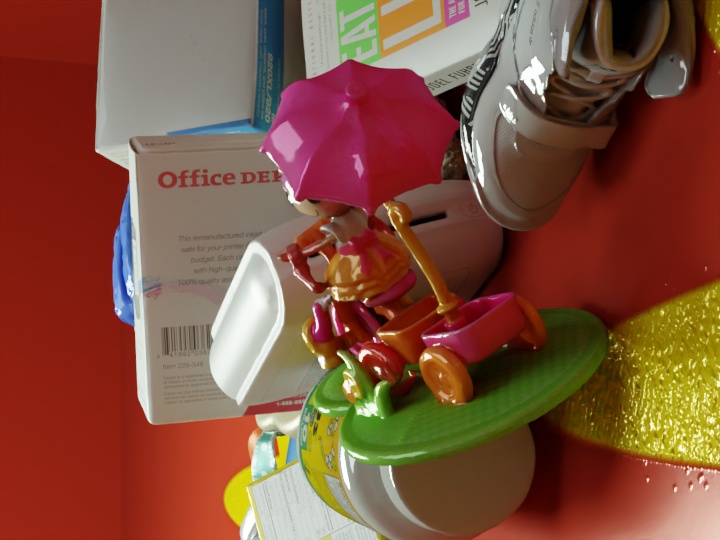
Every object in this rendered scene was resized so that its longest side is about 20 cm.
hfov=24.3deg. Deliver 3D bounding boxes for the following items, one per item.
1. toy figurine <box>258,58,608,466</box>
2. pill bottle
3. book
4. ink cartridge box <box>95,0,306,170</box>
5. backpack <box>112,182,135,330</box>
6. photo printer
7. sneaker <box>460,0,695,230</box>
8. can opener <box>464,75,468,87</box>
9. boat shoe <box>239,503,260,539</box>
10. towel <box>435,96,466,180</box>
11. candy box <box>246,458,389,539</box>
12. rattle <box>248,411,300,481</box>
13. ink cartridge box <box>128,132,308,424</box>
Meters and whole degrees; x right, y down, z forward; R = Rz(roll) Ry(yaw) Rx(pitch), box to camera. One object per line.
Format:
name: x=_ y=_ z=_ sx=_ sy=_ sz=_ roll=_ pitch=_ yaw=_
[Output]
toy figurine: x=0.009 y=-0.019 z=0.865 sx=0.200 sy=0.150 sz=0.184 roll=1 pitch=119 yaw=58
pill bottle: x=0.033 y=0.105 z=1.000 sx=0.200 sy=0.113 sz=0.113 roll=173 pitch=100 yaw=-77
book: x=0.047 y=-0.171 z=0.999 sx=0.200 sy=0.048 sz=0.134 roll=-20 pitch=63 yaw=43
ink cartridge box: x=-0.102 y=-0.142 z=1.380 sx=0.200 sy=0.147 sz=0.145 roll=31 pitch=-124 yaw=-61
backpack: x=-0.152 y=-0.001 z=1.569 sx=0.200 sy=0.168 sz=0.163 roll=52 pitch=-155 yaw=-58
photo printer: x=-0.004 y=0.012 z=1.078 sx=0.200 sy=0.166 sz=0.070 roll=121 pitch=130 yaw=-64
sneaker: x=0.105 y=-0.094 z=0.830 sx=0.115 sy=0.075 sz=0.200 roll=-104 pitch=26 yaw=-60
can opener: x=0.069 y=-0.158 z=1.048 sx=0.079 sy=0.063 sz=0.200 roll=-48 pitch=42 yaw=26
boat shoe: x=-0.052 y=0.230 z=1.258 sx=0.067 sy=0.073 sz=0.200 roll=47 pitch=135 yaw=33
towel: x=0.011 y=-0.076 z=1.209 sx=0.200 sy=0.036 sz=0.149 roll=-56 pitch=49 yaw=53
candy box: x=-0.011 y=0.219 z=1.136 sx=0.102 sy=0.026 sz=0.200 roll=-29 pitch=64 yaw=26
rattle: x=-0.085 y=0.087 z=1.358 sx=0.200 sy=0.143 sz=0.130 roll=-47 pitch=45 yaw=32
ink cartridge box: x=-0.092 y=0.002 z=1.225 sx=0.086 sy=0.147 sz=0.200 roll=-141 pitch=49 yaw=-73
